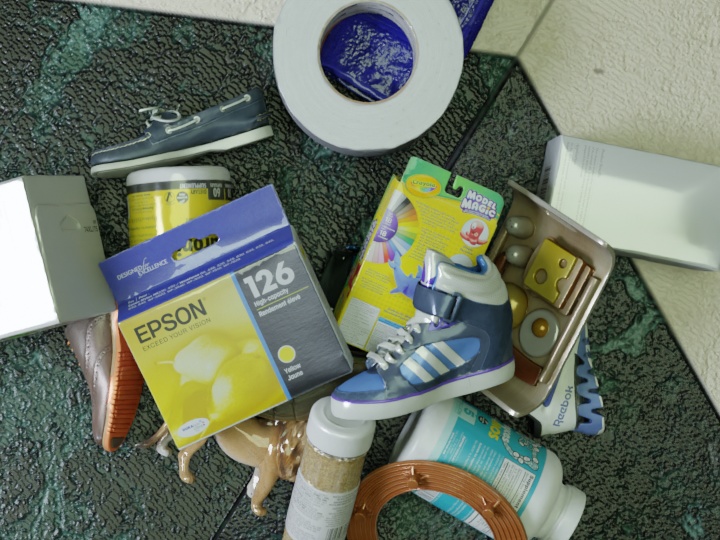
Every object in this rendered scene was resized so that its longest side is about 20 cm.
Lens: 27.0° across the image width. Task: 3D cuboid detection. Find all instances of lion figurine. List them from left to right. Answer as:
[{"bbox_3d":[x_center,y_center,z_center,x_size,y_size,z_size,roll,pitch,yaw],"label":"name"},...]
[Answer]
[{"bbox_3d":[-0.125,0.174,1.574,0.198,0.073,0.124,23,102,-11],"label":"lion figurine"}]

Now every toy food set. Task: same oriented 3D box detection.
[{"bbox_3d":[0.160,0.027,1.540,0.143,0.060,0.202,36,106,37],"label":"toy food set"}]

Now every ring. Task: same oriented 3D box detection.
[{"bbox_3d":[0.077,0.282,1.556,0.198,0.019,0.203,9,125,13],"label":"ring"}]

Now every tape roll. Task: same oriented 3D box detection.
[{"bbox_3d":[0.007,-0.221,1.553,0.197,0.066,0.203,0,89,-1],"label":"tape roll"}]

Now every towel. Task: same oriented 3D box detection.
[{"bbox_3d":[0.056,-0.270,1.608,0.146,0.050,0.202,27,87,-4],"label":"towel"}]

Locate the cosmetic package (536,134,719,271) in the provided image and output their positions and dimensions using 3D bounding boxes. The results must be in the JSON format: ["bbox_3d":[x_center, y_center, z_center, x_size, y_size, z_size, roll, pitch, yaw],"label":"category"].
[{"bbox_3d":[0.292,-0.071,1.608,0.197,0.081,0.114,13,89,-5],"label":"cosmetic package"}]

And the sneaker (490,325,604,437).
[{"bbox_3d":[0.184,0.090,1.596,0.114,0.081,0.202,-14,92,-6],"label":"sneaker"}]

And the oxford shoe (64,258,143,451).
[{"bbox_3d":[-0.271,0.088,1.578,0.072,0.071,0.203,1,82,13],"label":"oxford shoe"}]

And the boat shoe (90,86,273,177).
[{"bbox_3d":[-0.191,-0.145,1.576,0.197,0.075,0.063,-15,92,-6],"label":"boat shoe"}]

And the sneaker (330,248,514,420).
[{"bbox_3d":[0.054,0.054,1.474,0.197,0.081,0.148,-13,102,-11],"label":"sneaker"}]

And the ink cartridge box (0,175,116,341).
[{"bbox_3d":[-0.373,-0.001,1.498,0.197,0.147,0.148,-14,90,15],"label":"ink cartridge box"}]

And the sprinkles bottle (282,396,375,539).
[{"bbox_3d":[-0.037,0.227,1.537,0.067,0.069,0.202,12,120,-4],"label":"sprinkles bottle"}]

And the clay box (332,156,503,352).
[{"bbox_3d":[0.057,-0.007,1.529,0.114,0.048,0.202,23,98,-12],"label":"clay box"}]

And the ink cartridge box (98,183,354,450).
[{"bbox_3d":[-0.133,0.047,1.483,0.196,0.047,0.202,-24,106,4],"label":"ink cartridge box"}]

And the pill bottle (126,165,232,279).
[{"bbox_3d":[-0.183,-0.004,1.556,0.110,0.111,0.203,-4,90,-4],"label":"pill bottle"}]

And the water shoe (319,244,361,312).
[{"bbox_3d":[0.000,0.000,1.590,0.200,0.072,0.079,-41,88,-5],"label":"water shoe"}]

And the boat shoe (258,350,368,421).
[{"bbox_3d":[-0.048,0.117,1.559,0.197,0.065,0.074,5,95,-5],"label":"boat shoe"}]

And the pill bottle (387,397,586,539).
[{"bbox_3d":[0.135,0.216,1.576,0.198,0.111,0.112,30,87,-4],"label":"pill bottle"}]
